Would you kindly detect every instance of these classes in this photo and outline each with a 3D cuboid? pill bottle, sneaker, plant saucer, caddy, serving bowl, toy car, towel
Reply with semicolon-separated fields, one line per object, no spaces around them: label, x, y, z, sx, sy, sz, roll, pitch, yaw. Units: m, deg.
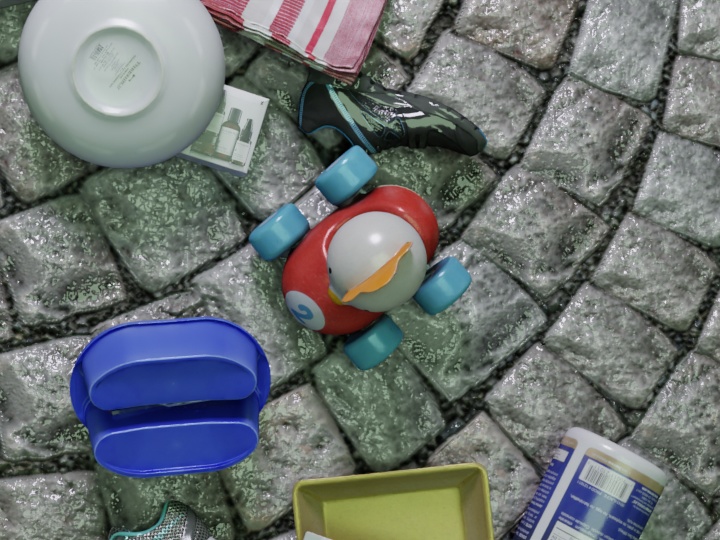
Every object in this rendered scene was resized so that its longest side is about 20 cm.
pill bottle;0.223;0.274;1.357;0.116;0.116;0.200;29;85;-8
sneaker;-0.236;0.302;1.309;0.200;0.078;0.091;-30;78;-13
plant saucer;0.039;0.301;1.347;0.200;0.048;0.200;-6;90;2
caddy;-0.186;0.121;1.298;0.200;0.105;0.141;-3;112;-10
sneaker;0.032;-0.151;1.362;0.200;0.073;0.082;20;94;0
serving bowl;-0.229;-0.192;1.250;0.200;0.066;0.200;-1;102;-5
toy car;0.000;0.000;1.268;0.177;0.200;0.184;-40;97;6
towel;-0.075;-0.282;1.331;0.200;0.023;0.144;24;55;-7

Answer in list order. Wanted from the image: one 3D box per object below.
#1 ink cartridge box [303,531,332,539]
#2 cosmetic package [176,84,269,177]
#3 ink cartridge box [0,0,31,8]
ink cartridge box;0.019;0.362;1.306;0.200;0.047;0.160;18;91;7
cosmetic package;-0.200;-0.164;1.325;0.200;0.051;0.083;17;85;-9
ink cartridge box;-0.359;-0.366;1.284;0.146;0.084;0.200;-17;92;-10
